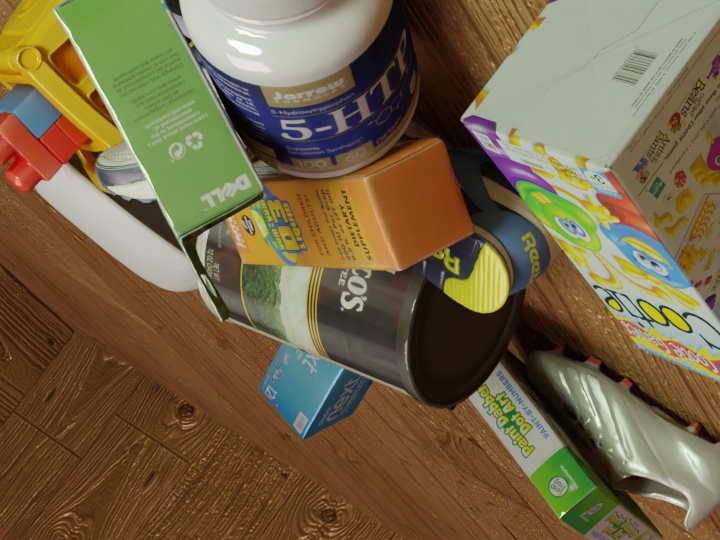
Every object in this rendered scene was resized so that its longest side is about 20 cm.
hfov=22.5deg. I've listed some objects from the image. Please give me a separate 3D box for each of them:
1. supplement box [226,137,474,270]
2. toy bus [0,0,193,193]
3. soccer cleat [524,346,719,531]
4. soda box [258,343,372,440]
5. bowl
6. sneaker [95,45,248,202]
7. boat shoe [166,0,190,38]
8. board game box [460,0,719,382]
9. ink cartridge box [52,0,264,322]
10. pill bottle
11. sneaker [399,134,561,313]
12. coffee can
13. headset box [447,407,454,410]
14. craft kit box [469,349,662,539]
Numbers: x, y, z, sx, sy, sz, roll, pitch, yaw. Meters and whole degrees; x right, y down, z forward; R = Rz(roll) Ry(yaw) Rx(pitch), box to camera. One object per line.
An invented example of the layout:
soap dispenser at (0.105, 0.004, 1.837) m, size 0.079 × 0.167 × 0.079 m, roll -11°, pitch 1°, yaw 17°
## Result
supplement box at (-0.015, -0.041, 1.163) m, size 0.200 × 0.069 × 0.067 m, roll 3°, pitch 117°, yaw 60°
toy bus at (-0.181, -0.123, 1.322) m, size 0.200 × 0.192 × 0.136 m, roll 44°, pitch 165°, yaw -25°
soccer cleat at (0.206, 0.131, 1.456) m, size 0.200 × 0.078 × 0.069 m, roll 32°, pitch 167°, yaw 25°
soda box at (-0.010, 0.047, 1.499) m, size 0.064 × 0.068 × 0.200 m, roll 48°, pitch 133°, yaw 20°
bowl at (-0.176, -0.081, 1.465) m, size 0.200 × 0.200 × 0.075 m, roll 39°, pitch 126°, yaw -13°
sneaker at (-0.101, -0.117, 1.232) m, size 0.085 × 0.200 × 0.077 m, roll 58°, pitch -162°, yaw -26°
boat shoe at (-0.128, -0.202, 1.159) m, size 0.067 × 0.074 × 0.200 m, roll 35°, pitch 168°, yaw 8°
board game box at (0.158, -0.040, 0.891) m, size 0.103 × 0.105 × 0.200 m, roll 24°, pitch 161°, yaw 49°
ink cartridge box at (-0.102, -0.072, 1.055) m, size 0.200 × 0.059 × 0.104 m, roll 62°, pitch 177°, yaw -1°
pill bottle at (-0.036, -0.143, 1.012) m, size 0.120 × 0.120 × 0.200 m, roll 33°, pitch 168°, yaw 19°
sneaker at (0.053, -0.047, 1.200) m, size 0.200 × 0.082 × 0.074 m, roll 41°, pitch 146°, yaw 34°
coffee can at (0.000, 0.000, 1.326) m, size 0.200 × 0.147 × 0.146 m, roll 20°, pitch 160°, yaw 34°
headset box at (0.004, 0.028, 1.644) m, size 0.200 × 0.077 × 0.149 m, roll 25°, pitch 163°, yaw 39°
craft kit box at (0.154, 0.140, 1.505) m, size 0.198 × 0.049 × 0.200 m, roll 50°, pitch -174°, yaw 31°
